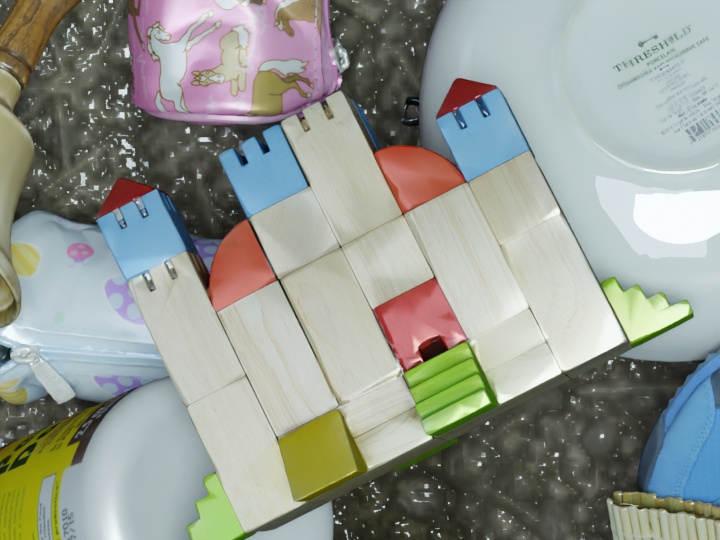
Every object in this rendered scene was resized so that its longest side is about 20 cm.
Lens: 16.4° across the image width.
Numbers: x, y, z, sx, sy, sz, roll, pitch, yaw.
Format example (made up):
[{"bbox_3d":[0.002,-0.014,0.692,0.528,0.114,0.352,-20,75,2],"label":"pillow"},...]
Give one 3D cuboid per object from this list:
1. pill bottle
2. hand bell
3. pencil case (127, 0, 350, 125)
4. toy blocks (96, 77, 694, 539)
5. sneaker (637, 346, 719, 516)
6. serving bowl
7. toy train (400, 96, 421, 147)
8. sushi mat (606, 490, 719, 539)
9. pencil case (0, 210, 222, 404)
[{"bbox_3d":[-0.105,0.113,1.003,0.200,0.109,0.109,-24,92,52],"label":"pill bottle"},{"bbox_3d":[-0.142,-0.087,1.008,0.104,0.104,0.200,19,64,10],"label":"hand bell"},{"bbox_3d":[-0.050,-0.159,1.003,0.086,0.083,0.200,-5,98,-29],"label":"pencil case"},{"bbox_3d":[0.000,0.000,0.899,0.200,0.100,0.137,-27,82,6],"label":"toy blocks"},{"bbox_3d":[0.185,0.048,0.917,0.200,0.066,0.079,-41,49,24],"label":"sneaker"},{"bbox_3d":[0.119,-0.069,0.946,0.200,0.066,0.200,-1,78,6],"label":"serving bowl"},{"bbox_3d":[0.114,-0.042,0.998,0.200,0.046,0.034,13,79,9],"label":"toy train"},{"bbox_3d":[0.152,0.173,0.980,0.096,0.012,0.200,10,128,31],"label":"sushi mat"},{"bbox_3d":[-0.056,0.024,1.025,0.200,0.091,0.083,5,99,12],"label":"pencil case"}]
